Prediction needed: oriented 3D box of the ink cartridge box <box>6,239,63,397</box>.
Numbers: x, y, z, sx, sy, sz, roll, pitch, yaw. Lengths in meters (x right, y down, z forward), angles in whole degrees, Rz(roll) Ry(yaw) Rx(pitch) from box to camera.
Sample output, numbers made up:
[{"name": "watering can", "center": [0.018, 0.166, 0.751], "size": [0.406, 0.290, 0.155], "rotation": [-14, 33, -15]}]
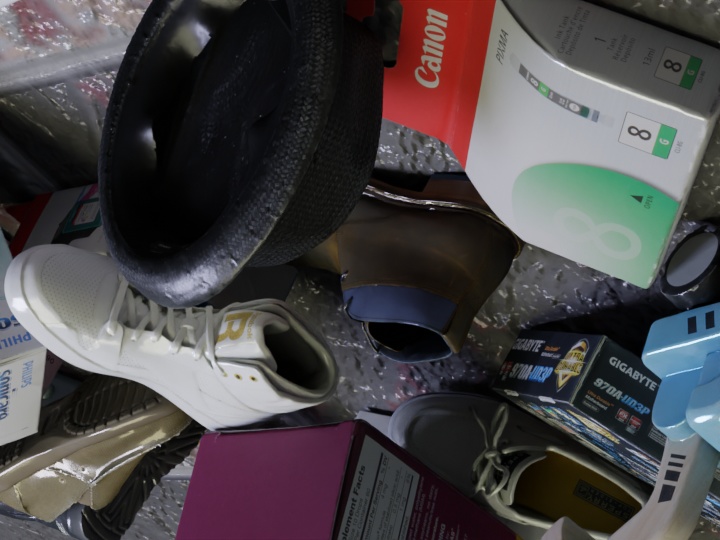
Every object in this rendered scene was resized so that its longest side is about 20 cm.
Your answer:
[{"name": "ink cartridge box", "center": [-0.303, 0.070, 1.415], "size": [0.085, 0.201, 0.147], "rotation": [-10, 137, 48]}]

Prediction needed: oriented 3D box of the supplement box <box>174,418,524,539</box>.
[{"name": "supplement box", "center": [-0.003, 0.182, 1.258], "size": [0.130, 0.104, 0.200], "rotation": [-7, 147, 38]}]

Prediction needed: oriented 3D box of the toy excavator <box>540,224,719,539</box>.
[{"name": "toy excavator", "center": [0.181, 0.083, 1.034], "size": [0.100, 0.201, 0.194], "rotation": [40, 144, -24]}]

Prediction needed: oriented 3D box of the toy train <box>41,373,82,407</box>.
[{"name": "toy train", "center": [-0.286, 0.114, 1.609], "size": [0.198, 0.086, 0.114], "rotation": [20, 142, 9]}]

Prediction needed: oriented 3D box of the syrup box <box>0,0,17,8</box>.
[{"name": "syrup box", "center": [-0.162, -0.192, 0.987], "size": [0.199, 0.079, 0.081], "rotation": [-10, 136, 47]}]

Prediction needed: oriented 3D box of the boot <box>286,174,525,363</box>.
[{"name": "boot", "center": [0.000, 0.000, 1.160], "size": [0.199, 0.097, 0.075], "rotation": [-3, 141, 42]}]

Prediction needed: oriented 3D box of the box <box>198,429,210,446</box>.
[{"name": "box", "center": [-0.042, 0.203, 1.490], "size": [0.201, 0.041, 0.119], "rotation": [57, 171, -13]}]

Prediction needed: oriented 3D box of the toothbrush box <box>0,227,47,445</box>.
[{"name": "toothbrush box", "center": [-0.274, 0.005, 1.288], "size": [0.201, 0.085, 0.147], "rotation": [65, 159, 18]}]

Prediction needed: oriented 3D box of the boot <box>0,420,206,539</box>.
[{"name": "boot", "center": [-0.222, 0.116, 1.491], "size": [0.199, 0.165, 0.066], "rotation": [8, 138, 42]}]

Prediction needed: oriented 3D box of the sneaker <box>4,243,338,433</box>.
[{"name": "sneaker", "center": [-0.104, 0.030, 1.193], "size": [0.199, 0.074, 0.115], "rotation": [30, 149, -32]}]

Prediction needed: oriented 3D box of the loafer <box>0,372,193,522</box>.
[{"name": "loafer", "center": [-0.172, 0.113, 1.342], "size": [0.199, 0.076, 0.067], "rotation": [-24, 124, 37]}]

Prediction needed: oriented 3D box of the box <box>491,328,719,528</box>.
[{"name": "box", "center": [0.187, 0.104, 1.182], "size": [0.199, 0.046, 0.159], "rotation": [32, 174, -10]}]

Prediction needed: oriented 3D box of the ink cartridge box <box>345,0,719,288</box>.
[{"name": "ink cartridge box", "center": [0.076, -0.081, 1.018], "size": [0.198, 0.050, 0.161], "rotation": [19, 151, 7]}]

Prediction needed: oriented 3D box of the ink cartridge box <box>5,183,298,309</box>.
[{"name": "ink cartridge box", "center": [-0.153, 0.002, 1.318], "size": [0.199, 0.068, 0.116], "rotation": [-8, 138, 45]}]

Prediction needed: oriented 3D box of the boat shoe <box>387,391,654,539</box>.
[{"name": "boat shoe", "center": [0.099, 0.129, 1.279], "size": [0.201, 0.075, 0.086], "rotation": [25, 178, 23]}]

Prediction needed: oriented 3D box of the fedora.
[{"name": "fedora", "center": [-0.049, -0.073, 1.019], "size": [0.091, 0.203, 0.200], "rotation": [16, 163, -41]}]

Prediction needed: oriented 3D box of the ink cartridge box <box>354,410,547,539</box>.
[{"name": "ink cartridge box", "center": [0.089, 0.185, 1.414], "size": [0.198, 0.084, 0.146], "rotation": [9, 147, 29]}]
